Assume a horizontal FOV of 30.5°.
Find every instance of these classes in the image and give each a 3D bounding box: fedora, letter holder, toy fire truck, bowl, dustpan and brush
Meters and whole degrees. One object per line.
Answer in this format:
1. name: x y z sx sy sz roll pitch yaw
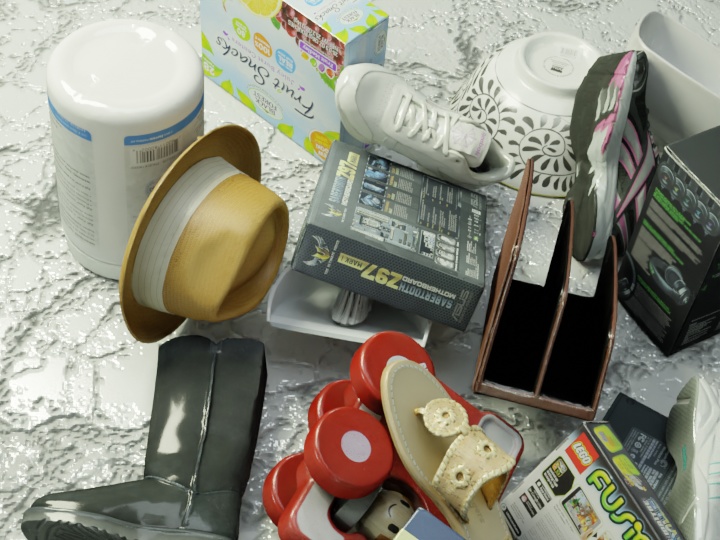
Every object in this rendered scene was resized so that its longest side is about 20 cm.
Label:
1. fedora: -0.116 -0.019 1.089 0.081 0.201 0.201 24 50 19
2. letter holder: 0.164 0.005 1.098 0.100 0.143 0.200 13 27 4
3. toy fire truck: 0.031 0.159 1.020 0.168 0.112 0.200 35 50 -4
4. bowl: 0.344 -0.166 1.316 0.199 0.075 0.200 33 27 4
5. dustpan and brush: 0.000 0.000 1.173 0.139 0.058 0.200 9 19 3
6. bowl: 0.195 -0.178 1.336 0.199 0.095 0.202 4 49 -5

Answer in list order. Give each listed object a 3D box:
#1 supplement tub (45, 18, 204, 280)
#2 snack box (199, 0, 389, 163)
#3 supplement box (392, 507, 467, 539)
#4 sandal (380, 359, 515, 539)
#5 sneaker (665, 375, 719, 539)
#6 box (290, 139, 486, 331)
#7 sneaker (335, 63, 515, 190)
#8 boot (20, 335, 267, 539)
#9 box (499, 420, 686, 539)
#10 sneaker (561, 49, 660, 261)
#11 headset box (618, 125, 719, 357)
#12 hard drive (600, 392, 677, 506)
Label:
1. supplement tub: -0.201 -0.103 1.146 0.131 0.201 0.133 4 49 -5
2. snack box: -0.069 -0.219 1.286 0.200 0.169 0.068 39 58 23
3. supplement box: 0.055 0.305 0.841 0.199 0.135 0.200 33 65 21
4. sandal: 0.090 0.156 0.969 0.077 0.069 0.213 -26 96 -48
5. sneaker: 0.277 0.173 1.012 0.080 0.071 0.201 21 52 -4
6. box: 0.030 -0.036 1.158 0.157 0.051 0.200 20 25 -5
7. sneaker: 0.064 -0.136 1.219 0.099 0.199 0.075 2 70 51
8. boot: -0.162 0.133 1.033 0.164 0.066 0.201 12 51 -8
9. box: 0.190 0.223 0.966 0.035 0.110 0.201 7 43 -45
10. sneaker: 0.248 -0.107 1.244 0.086 0.201 0.080 3 15 -22
11. headset box: 0.336 -0.044 1.167 0.173 0.201 0.093 -21 55 -23
12. hard drive: 0.266 0.197 1.057 0.199 0.033 0.140 29 51 17
